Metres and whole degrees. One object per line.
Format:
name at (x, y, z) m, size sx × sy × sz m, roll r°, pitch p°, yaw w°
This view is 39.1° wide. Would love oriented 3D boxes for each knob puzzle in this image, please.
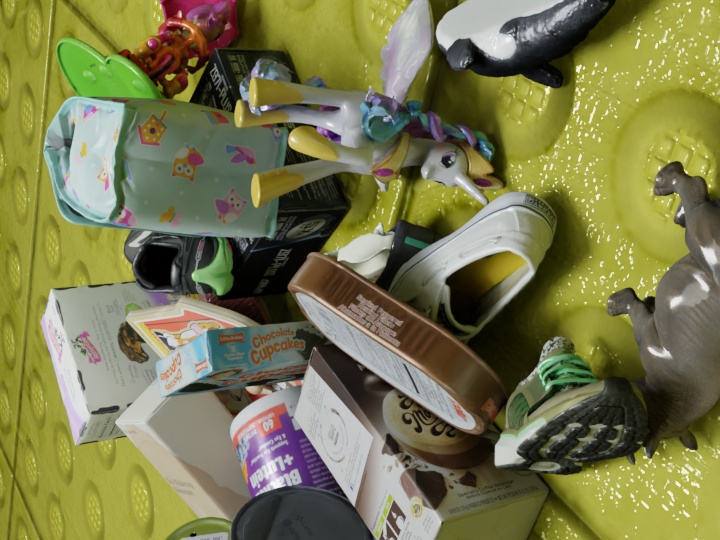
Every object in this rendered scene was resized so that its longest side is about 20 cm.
knob puzzle at (-0.132, 0.105, 1.050) m, size 0.216 × 0.031 × 0.222 m, roll 18°, pitch 142°, yaw 15°

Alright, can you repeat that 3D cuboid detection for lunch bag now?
lunch bag at (-0.187, -0.095, 0.936) m, size 0.199 × 0.168 × 0.124 m, roll 15°, pitch 98°, yaw 54°

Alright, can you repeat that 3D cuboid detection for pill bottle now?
pill bottle at (-0.045, 0.222, 0.972) m, size 0.112 × 0.110 × 0.202 m, roll -52°, pitch 53°, yaw 45°

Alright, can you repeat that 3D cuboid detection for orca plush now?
orca plush at (0.134, -0.168, 0.722) m, size 0.198 × 0.071 × 0.106 m, roll -13°, pitch 39°, yaw 50°

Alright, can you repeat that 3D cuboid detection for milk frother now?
milk frother at (-0.002, 0.295, 0.827) m, size 0.180 × 0.197 × 0.191 m, roll 43°, pitch 135°, yaw 48°

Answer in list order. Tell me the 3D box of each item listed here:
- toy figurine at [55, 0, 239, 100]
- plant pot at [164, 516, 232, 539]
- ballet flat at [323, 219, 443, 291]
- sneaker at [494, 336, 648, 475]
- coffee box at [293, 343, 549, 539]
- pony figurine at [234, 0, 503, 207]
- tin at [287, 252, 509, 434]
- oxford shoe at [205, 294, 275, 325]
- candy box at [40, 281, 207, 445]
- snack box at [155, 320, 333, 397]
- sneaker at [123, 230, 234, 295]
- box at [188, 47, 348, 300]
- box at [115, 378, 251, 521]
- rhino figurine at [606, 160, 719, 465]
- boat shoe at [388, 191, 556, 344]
toy figurine at (-0.201, -0.245, 1.088) m, size 0.151 × 0.184 × 0.199 m, roll 51°, pitch 157°, yaw -23°
plant pot at (-0.130, 0.340, 0.985) m, size 0.187 × 0.185 × 0.202 m, roll 39°, pitch 151°, yaw 47°
ballet flat at (0.000, 0.000, 0.910) m, size 0.199 × 0.072 × 0.074 m, roll -25°, pitch 74°, yaw 54°
sneaker at (0.133, 0.085, 0.689) m, size 0.200 × 0.075 × 0.090 m, roll 117°, pitch 156°, yaw -70°
coffee box at (0.043, 0.147, 0.830) m, size 0.200 × 0.112 × 0.081 m, roll 48°, pitch 131°, yaw 41°
pony figurine at (0.003, -0.119, 0.819) m, size 0.195 × 0.196 × 0.168 m, roll -109°, pitch 27°, yaw -45°
tin at (0.025, 0.057, 0.784) m, size 0.199 × 0.112 × 0.042 m, roll 32°, pitch 78°, yaw 28°
oxford shoe at (-0.134, 0.015, 1.126) m, size 0.070 × 0.075 × 0.202 m, roll -32°, pitch 85°, yaw 31°
candy box at (-0.253, 0.100, 1.187) m, size 0.072 × 0.197 × 0.169 m, roll -54°, pitch 51°, yaw 43°
snack box at (-0.071, 0.076, 0.911) m, size 0.116 × 0.197 × 0.038 m, roll -30°, pitch 69°, yaw 53°
sneaker at (-0.203, -0.020, 1.046) m, size 0.199 × 0.083 × 0.078 m, roll 12°, pitch 104°, yaw 54°
box at (-0.113, -0.099, 1.052) m, size 0.164 × 0.085 × 0.202 m, roll -51°, pitch 54°, yaw 46°
box at (-0.158, 0.206, 1.078) m, size 0.201 × 0.078 × 0.094 m, roll 52°, pitch 150°, yaw -15°
rhino figurine at (0.198, 0.042, 0.633) m, size 0.087 × 0.059 × 0.203 m, roll 45°, pitch 131°, yaw 46°
boat shoe at (0.073, 0.026, 0.782) m, size 0.202 × 0.074 × 0.087 m, roll -39°, pitch 19°, yaw 45°
